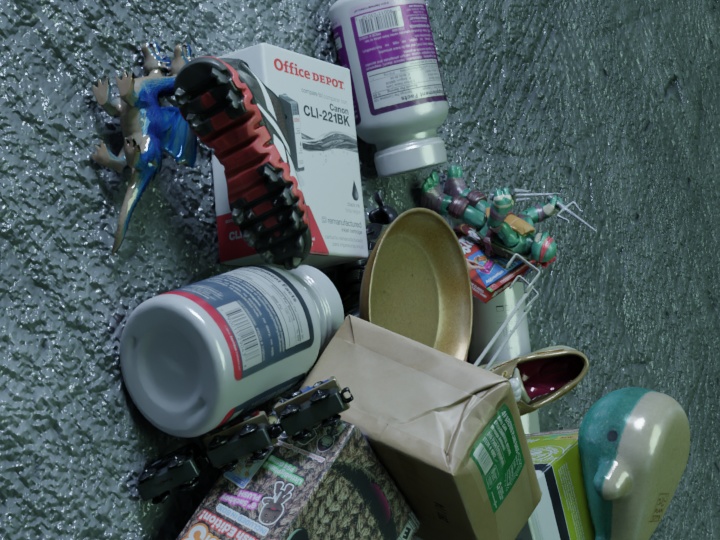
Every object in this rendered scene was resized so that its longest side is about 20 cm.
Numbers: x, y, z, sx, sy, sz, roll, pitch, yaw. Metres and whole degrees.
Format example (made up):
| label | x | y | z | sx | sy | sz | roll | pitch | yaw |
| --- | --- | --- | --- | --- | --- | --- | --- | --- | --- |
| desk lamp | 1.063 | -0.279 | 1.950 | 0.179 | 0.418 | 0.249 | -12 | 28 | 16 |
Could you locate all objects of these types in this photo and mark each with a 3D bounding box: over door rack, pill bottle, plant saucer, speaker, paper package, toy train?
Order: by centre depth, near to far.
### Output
| label | x | y | z | sx | sy | sz | roll | pitch | yaw |
| --- | --- | --- | --- | --- | --- | --- | --- | --- | --- |
| toy train | -0.095 | 0.140 | 0.964 | 0.034 | 0.198 | 0.046 | 63 | 8 | -13 |
| pill bottle | -0.105 | 0.060 | 1.025 | 0.199 | 0.118 | 0.122 | -21 | 98 | -55 |
| paper package | 0.055 | 0.161 | 1.061 | 0.104 | 0.189 | 0.201 | -54 | 145 | -25 |
| plant saucer | 0.053 | 0.038 | 1.198 | 0.199 | 0.035 | 0.204 | 4 | 85 | -55 |
| over door rack | 0.157 | 0.095 | 1.267 | 0.202 | 0.066 | 0.148 | -65 | 168 | -7 |
| pill bottle | 0.038 | -0.211 | 1.311 | 0.112 | 0.111 | 0.203 | -17 | 96 | -55 |
| speaker | 0.176 | 0.118 | 1.444 | 0.081 | 0.080 | 0.204 | 5 | 76 | -54 |

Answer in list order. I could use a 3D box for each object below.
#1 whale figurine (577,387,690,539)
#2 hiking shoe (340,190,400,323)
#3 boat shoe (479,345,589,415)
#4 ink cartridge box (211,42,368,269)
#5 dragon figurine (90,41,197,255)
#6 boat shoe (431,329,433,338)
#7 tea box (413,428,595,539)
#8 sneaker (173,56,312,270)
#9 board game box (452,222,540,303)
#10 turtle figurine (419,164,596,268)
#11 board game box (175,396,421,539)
| label | x | y | z | sx | sy | sz | roll | pitch | yaw |
| --- | --- | --- | --- | --- | --- | --- | --- | --- | --- |
| whale figurine | 0.269 | 0.220 | 1.209 | 0.158 | 0.103 | 0.203 | 11 | 95 | -55 |
| hiking shoe | 0.000 | 0.000 | 1.249 | 0.101 | 0.075 | 0.201 | 48 | 40 | -13 |
| boat shoe | 0.179 | 0.136 | 1.367 | 0.198 | 0.066 | 0.075 | -24 | 86 | -12 |
| ink cartridge box | -0.072 | -0.108 | 1.149 | 0.143 | 0.083 | 0.204 | 4 | 77 | -53 |
| dragon figurine | -0.181 | -0.115 | 1.017 | 0.099 | 0.058 | 0.203 | 8 | 73 | -53 |
| boat shoe | 0.049 | 0.076 | 1.281 | 0.069 | 0.073 | 0.201 | 63 | 34 | -33 |
| tea box | 0.144 | 0.269 | 1.252 | 0.196 | 0.198 | 0.136 | -19 | 96 | -56 |
| sneaker | -0.090 | -0.102 | 1.031 | 0.203 | 0.070 | 0.098 | 64 | 23 | -14 |
| board game box | 0.153 | -0.019 | 1.431 | 0.199 | 0.102 | 0.020 | -27 | 146 | -60 |
| turtle figurine | 0.176 | -0.064 | 1.400 | 0.149 | 0.198 | 0.102 | 7 | 107 | -65 |
| board game box | -0.060 | 0.243 | 0.990 | 0.201 | 0.096 | 0.160 | -55 | 136 | -24 |
